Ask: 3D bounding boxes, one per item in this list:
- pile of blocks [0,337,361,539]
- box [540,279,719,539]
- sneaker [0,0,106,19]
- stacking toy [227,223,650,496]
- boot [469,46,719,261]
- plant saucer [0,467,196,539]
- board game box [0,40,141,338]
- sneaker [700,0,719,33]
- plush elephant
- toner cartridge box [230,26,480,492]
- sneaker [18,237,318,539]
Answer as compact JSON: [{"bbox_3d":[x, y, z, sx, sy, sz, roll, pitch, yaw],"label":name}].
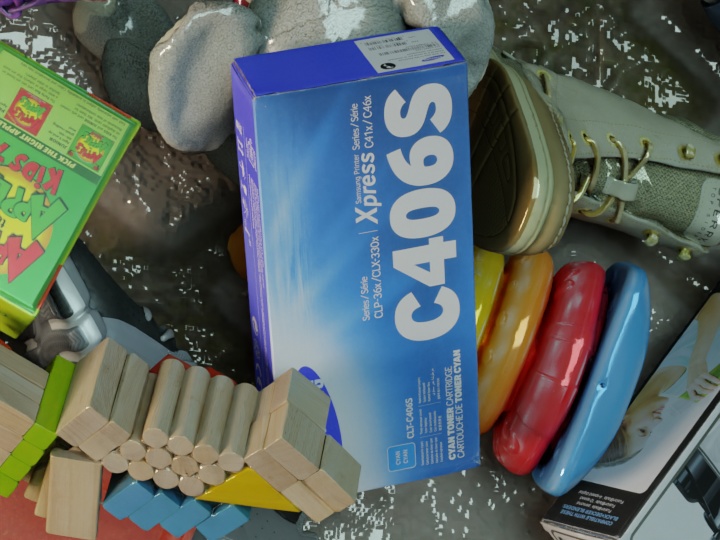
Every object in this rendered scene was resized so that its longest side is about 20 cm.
[{"bbox_3d":[-0.098,0.068,1.127,0.199,0.082,0.062,12,38,-1],"label":"pile of blocks"},{"bbox_3d":[0.190,0.089,1.290,0.200,0.060,0.117,-50,120,-20],"label":"box"},{"bbox_3d":[-0.117,-0.133,1.098,0.083,0.200,0.081,-40,115,-35],"label":"sneaker"},{"bbox_3d":[0.030,0.022,1.254,0.199,0.110,0.116,20,91,-3],"label":"stacking toy"},{"bbox_3d":[0.112,-0.045,1.246,0.154,0.200,0.072,21,108,-17],"label":"boot"},{"bbox_3d":[-0.190,0.150,1.145,0.199,0.037,0.200,20,72,8],"label":"plant saucer"},{"bbox_3d":[-0.207,-0.067,1.128,0.200,0.048,0.102,30,70,-10],"label":"board game box"},{"bbox_3d":[0.213,-0.109,1.302,0.146,0.081,0.201,31,38,-31],"label":"sneaker"},{"bbox_3d":[-0.029,-0.105,1.188,0.164,0.155,0.201,-7,57,-19],"label":"plush elephant"},{"bbox_3d":[0.000,0.000,1.145,0.095,0.043,0.201,-10,119,-12],"label":"toner cartridge box"},{"bbox_3d":[-0.079,0.056,1.221,0.115,0.075,0.201,-28,100,-27],"label":"sneaker"}]
